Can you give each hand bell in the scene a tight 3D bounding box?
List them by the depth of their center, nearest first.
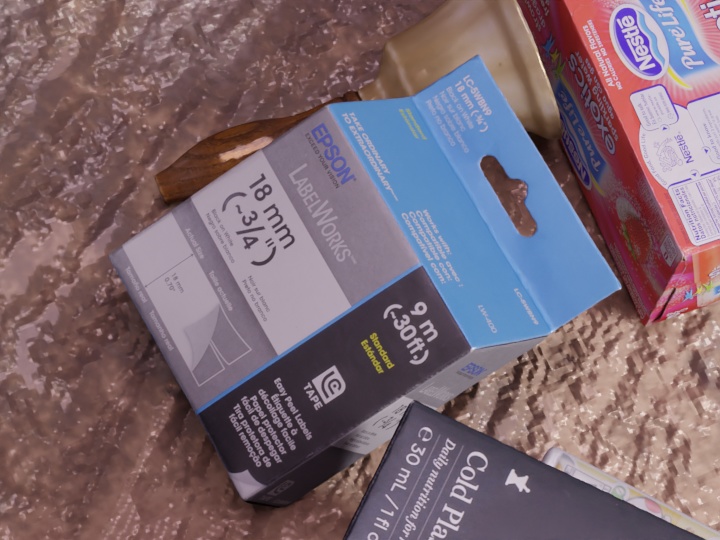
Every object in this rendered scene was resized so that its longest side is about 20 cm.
[{"bbox_3d":[-0.008,-0.076,1.426,0.200,0.104,0.104,-23,71,-1],"label":"hand bell"}]

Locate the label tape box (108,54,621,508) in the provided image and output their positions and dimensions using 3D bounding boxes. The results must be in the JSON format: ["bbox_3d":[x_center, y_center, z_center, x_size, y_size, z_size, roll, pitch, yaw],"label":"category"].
[{"bbox_3d":[0.000,0.000,1.349,0.200,0.063,0.144,-34,72,10],"label":"label tape box"}]

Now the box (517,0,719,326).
[{"bbox_3d":[0.157,-0.087,1.428,0.100,0.096,0.200,-18,70,-15],"label":"box"}]

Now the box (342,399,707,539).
[{"bbox_3d":[0.063,0.199,1.260,0.196,0.124,0.200,25,67,3],"label":"box"}]

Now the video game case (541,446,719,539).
[{"bbox_3d":[0.126,0.208,1.338,0.182,0.023,0.200,28,67,6],"label":"video game case"}]
